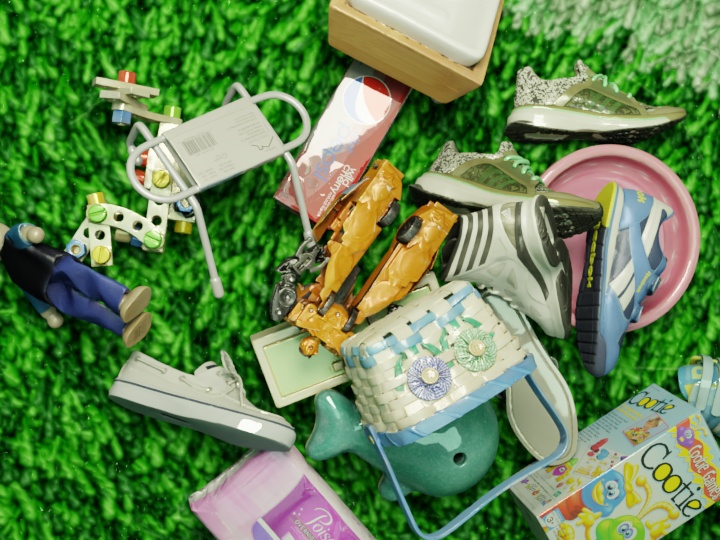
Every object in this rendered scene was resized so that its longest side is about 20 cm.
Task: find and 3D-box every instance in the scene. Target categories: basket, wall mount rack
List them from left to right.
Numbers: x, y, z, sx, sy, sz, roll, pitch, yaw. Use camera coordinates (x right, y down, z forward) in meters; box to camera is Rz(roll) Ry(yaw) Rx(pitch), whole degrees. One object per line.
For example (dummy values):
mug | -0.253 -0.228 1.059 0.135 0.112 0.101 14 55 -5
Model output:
wall mount rack | -0.123 -0.082 1.016 0.200 0.075 0.174 -29 81 -32
basket | 0.081 0.126 0.996 0.176 0.139 0.200 -32 99 -17

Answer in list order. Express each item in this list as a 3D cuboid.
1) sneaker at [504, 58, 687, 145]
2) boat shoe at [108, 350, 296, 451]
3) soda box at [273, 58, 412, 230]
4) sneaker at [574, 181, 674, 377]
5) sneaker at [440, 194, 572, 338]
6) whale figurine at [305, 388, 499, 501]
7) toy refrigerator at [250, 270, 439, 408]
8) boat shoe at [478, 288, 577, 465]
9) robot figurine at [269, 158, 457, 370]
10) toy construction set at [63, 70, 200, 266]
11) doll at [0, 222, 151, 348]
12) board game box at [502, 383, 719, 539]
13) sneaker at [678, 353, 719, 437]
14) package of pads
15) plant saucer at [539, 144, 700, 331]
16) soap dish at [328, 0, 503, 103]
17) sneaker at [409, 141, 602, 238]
sneaker | 0.251 -0.184 1.140 0.200 0.077 0.089 0 84 -9
boat shoe | -0.149 0.119 1.081 0.202 0.075 0.086 13 68 21
soda box | -0.012 -0.142 1.109 0.070 0.063 0.200 30 89 -5
sneaker | 0.271 0.013 1.096 0.082 0.074 0.200 10 92 -9
sneaker | 0.144 0.001 1.060 0.115 0.201 0.076 -5 52 20
whale figurine | 0.049 0.168 1.091 0.200 0.104 0.159 8 104 -21
toy refrigerator | -0.008 0.069 1.115 0.200 0.070 0.076 -20 94 -6
boat shoe | 0.172 0.109 1.139 0.075 0.062 0.200 -30 90 9
robot figurine | 0.000 0.000 1.050 0.145 0.058 0.200 37 84 -17
toy construction set | -0.223 -0.098 1.077 0.131 0.092 0.200 7 102 -7
doll | -0.301 0.009 1.059 0.200 0.136 0.048 26 49 14
board game box | 0.272 0.226 1.133 0.200 0.105 0.103 -32 105 -5
sneaker | 0.413 0.112 1.126 0.131 0.080 0.200 25 130 -2
package of pads | -0.070 0.272 1.111 0.120 0.076 0.200 -40 97 -4
plant saucer | 0.262 -0.033 1.154 0.200 0.051 0.201 0 91 -7
soap dish | 0.058 -0.266 1.056 0.157 0.081 0.200 25 47 -8
sneaker | 0.152 -0.092 1.092 0.200 0.077 0.089 13 73 23
